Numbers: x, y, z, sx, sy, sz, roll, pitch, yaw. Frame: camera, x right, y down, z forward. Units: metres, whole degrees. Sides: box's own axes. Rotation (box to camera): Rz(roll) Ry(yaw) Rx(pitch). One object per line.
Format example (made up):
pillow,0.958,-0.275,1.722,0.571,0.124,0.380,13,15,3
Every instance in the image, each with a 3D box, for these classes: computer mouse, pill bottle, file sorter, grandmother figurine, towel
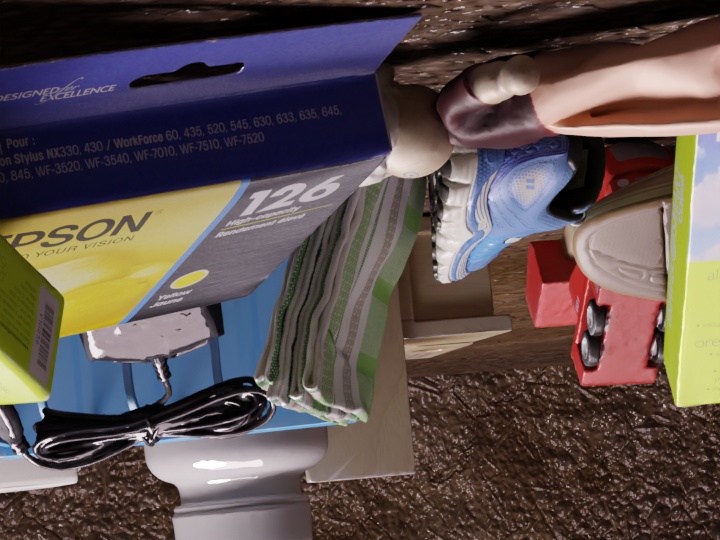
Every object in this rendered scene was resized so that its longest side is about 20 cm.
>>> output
computer mouse,-0.131,0.017,1.317,0.140,0.046,0.200,-14,136,7
pill bottle,-0.077,0.066,1.636,0.112,0.201,0.112,-6,174,-1
file sorter,-0.114,0.016,1.439,0.199,0.139,0.123,-6,171,7
grandmother figurine,0.078,-0.072,1.154,0.199,0.061,0.121,-11,164,23
towel,0.000,0.000,1.314,0.031,0.150,0.200,16,176,11

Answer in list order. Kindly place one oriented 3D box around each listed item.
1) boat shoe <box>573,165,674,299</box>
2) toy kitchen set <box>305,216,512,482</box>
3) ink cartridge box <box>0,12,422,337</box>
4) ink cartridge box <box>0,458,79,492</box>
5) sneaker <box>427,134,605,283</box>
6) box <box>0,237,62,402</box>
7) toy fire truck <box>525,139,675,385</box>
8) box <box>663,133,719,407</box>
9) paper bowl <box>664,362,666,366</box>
boat shoe,0.205,-0.040,1.404,0.199,0.072,0.065,-15,-142,6
toy kitchen set,-0.020,0.059,1.805,0.199,0.164,0.180,-4,174,-17
ink cartridge box,-0.092,-0.028,1.103,0.197,0.047,0.200,-11,162,-32
ink cartridge box,-0.299,0.081,1.833,0.199,0.147,0.084,-2,172,-31
sneaker,0.078,-0.039,1.371,0.089,0.079,0.200,-3,174,0
box,-0.225,0.010,1.002,0.199,0.048,0.122,-4,154,19
toy fire truck,0.141,-0.012,1.570,0.049,0.141,0.200,-3,135,-9
box,0.213,-0.025,1.332,0.121,0.048,0.201,-5,129,-5
paper bowl,0.262,-0.012,1.595,0.200,0.105,0.201,-15,176,-1
